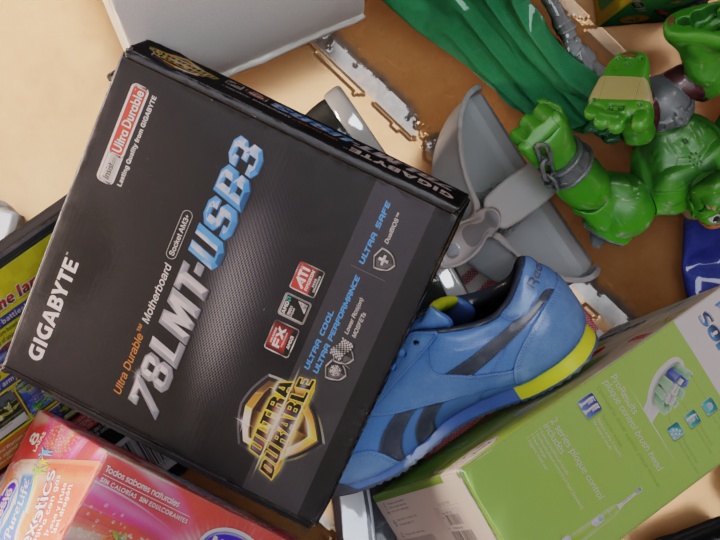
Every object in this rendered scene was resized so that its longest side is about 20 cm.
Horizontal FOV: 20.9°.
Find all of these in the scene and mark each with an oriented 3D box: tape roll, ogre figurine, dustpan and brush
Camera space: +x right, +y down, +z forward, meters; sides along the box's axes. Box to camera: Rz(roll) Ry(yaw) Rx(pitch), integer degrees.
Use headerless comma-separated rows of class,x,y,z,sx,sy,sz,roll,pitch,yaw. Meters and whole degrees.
tape roll,-0.097,-0.213,1.124,0.138,0.203,0.204,-24,91,-5
ogre figurine,0.192,-0.088,1.169,0.098,0.120,0.200,28,62,37
dustpan and brush,0.078,-0.033,1.144,0.057,0.200,0.140,-32,92,40

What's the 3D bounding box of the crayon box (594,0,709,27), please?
crayon box,0.180,-0.218,1.149,0.058,0.200,0.120,-5,89,-5

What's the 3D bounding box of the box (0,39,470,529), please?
box,-0.070,0.007,1.054,0.197,0.050,0.201,26,107,3

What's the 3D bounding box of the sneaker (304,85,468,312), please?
sneaker,0.000,0.000,1.147,0.099,0.071,0.201,-32,108,2

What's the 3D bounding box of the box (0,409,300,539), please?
box,-0.110,0.170,1.123,0.199,0.102,0.095,32,83,-32

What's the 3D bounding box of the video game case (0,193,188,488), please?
video game case,-0.196,0.083,1.129,0.200,0.025,0.182,-37,115,-22

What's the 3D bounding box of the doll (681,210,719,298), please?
doll,0.240,0.052,1.223,0.135,0.048,0.202,-9,88,5

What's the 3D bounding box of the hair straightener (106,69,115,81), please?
hair straightener,-0.104,-0.049,1.162,0.041,0.077,0.201,-15,62,-24

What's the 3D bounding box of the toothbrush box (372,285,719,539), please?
toothbrush box,0.126,0.104,1.121,0.199,0.146,0.086,-31,90,-21

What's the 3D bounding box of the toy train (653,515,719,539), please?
toy train,0.173,0.232,1.201,0.199,0.085,0.115,-22,78,-3

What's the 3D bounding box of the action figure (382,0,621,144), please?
action figure,0.092,-0.146,1.198,0.200,0.118,0.055,42,55,-18

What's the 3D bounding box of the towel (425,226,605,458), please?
towel,0.076,0.055,1.207,0.146,0.030,0.200,-39,93,-21

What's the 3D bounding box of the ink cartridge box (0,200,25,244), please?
ink cartridge box,-0.293,0.042,1.158,0.145,0.084,0.202,15,87,-5

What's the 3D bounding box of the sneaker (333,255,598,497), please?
sneaker,0.035,0.057,1.110,0.199,0.066,0.079,-32,114,22

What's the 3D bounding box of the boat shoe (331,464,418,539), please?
boat shoe,0.026,0.205,1.193,0.067,0.072,0.202,-7,81,-6
